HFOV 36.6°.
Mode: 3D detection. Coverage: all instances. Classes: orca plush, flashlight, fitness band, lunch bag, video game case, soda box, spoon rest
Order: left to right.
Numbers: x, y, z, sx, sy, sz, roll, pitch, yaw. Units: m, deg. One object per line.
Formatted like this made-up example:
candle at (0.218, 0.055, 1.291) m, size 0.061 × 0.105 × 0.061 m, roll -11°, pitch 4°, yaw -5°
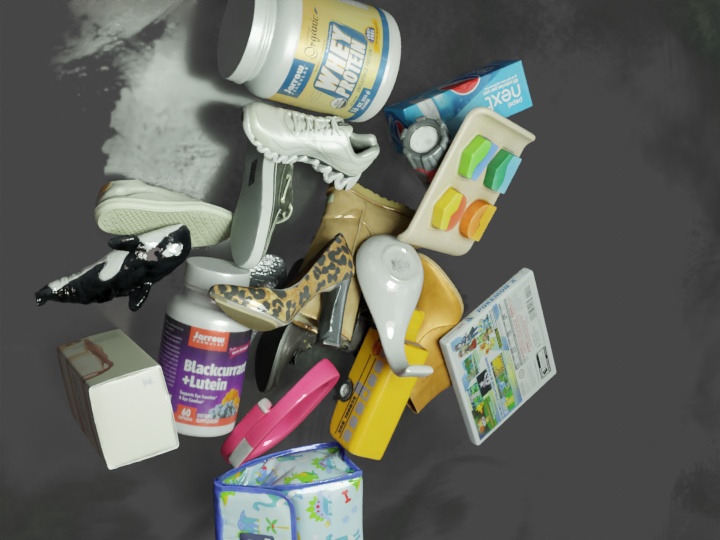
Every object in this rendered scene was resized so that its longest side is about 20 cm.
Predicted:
orca plush at (-0.287, 0.014, 1.299) m, size 0.197 × 0.106 × 0.072 m, roll -19°, pitch 68°, yaw -22°
fitness band at (-0.104, 0.185, 1.394) m, size 0.038 × 0.200 × 0.143 m, roll 49°, pitch 36°, yaw 10°
lunch bag at (-0.098, 0.339, 1.451) m, size 0.196 × 0.127 × 0.173 m, roll -6°, pitch 108°, yaw -19°
spoon rest at (0.045, 0.046, 1.385) m, size 0.098 × 0.061 × 0.203 m, roll 5°, pitch 61°, yaw -26°
flashlight at (0.110, -0.129, 1.456) m, size 0.067 × 0.069 × 0.200 m, roll -18°, pitch 152°, yaw 12°
soda box at (0.135, -0.226, 1.499) m, size 0.198 × 0.064 × 0.069 m, roll -25°, pitch 110°, yaw -21°
video game case at (0.204, 0.126, 1.582) m, size 0.181 × 0.022 × 0.202 m, roll -38°, pitch 128°, yaw -24°

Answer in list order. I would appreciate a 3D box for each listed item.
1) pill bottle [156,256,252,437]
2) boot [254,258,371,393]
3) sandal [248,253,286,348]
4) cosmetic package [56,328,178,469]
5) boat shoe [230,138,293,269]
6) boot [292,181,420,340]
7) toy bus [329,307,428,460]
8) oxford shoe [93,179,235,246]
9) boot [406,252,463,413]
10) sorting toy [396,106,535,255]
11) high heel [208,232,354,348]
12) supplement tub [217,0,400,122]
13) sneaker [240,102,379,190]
pill bottle at (-0.191, 0.092, 1.340) m, size 0.110 × 0.111 × 0.204 m, roll 6°, pitch 101°, yaw -27°
boot at (-0.038, 0.093, 1.467) m, size 0.172 × 0.069 × 0.203 m, roll 25°, pitch 86°, yaw -27°
sandal at (-0.162, 0.065, 1.421) m, size 0.075 × 0.043 × 0.202 m, roll 25°, pitch 97°, yaw -20°
cosmetic package at (-0.289, 0.146, 1.276) m, size 0.086 × 0.199 × 0.105 m, roll -16°, pitch 104°, yaw -23°
boat shoe at (-0.113, -0.092, 1.364) m, size 0.063 × 0.070 × 0.203 m, roll 23°, pitch 63°, yaw -33°
boot at (0.000, 0.000, 1.435) m, size 0.173 × 0.066 × 0.203 m, roll 23°, pitch 64°, yaw -17°
toy bus at (0.029, 0.142, 1.449) m, size 0.064 × 0.078 × 0.203 m, roll 19°, pitch 98°, yaw -37°
oxford shoe at (-0.237, -0.074, 1.342) m, size 0.197 × 0.058 × 0.075 m, roll 8°, pitch 136°, yaw -37°
boot at (0.081, 0.093, 1.522) m, size 0.144 × 0.070 × 0.203 m, roll -40°, pitch 120°, yaw -21°
sorting toy at (0.147, -0.108, 1.430) m, size 0.202 × 0.036 × 0.184 m, roll -59°, pitch 152°, yaw 12°
high heel at (-0.093, 0.002, 1.306) m, size 0.198 × 0.071 × 0.145 m, roll 21°, pitch 70°, yaw -37°
supplement tub at (-0.064, -0.274, 1.345) m, size 0.197 × 0.144 × 0.147 m, roll 10°, pitch 95°, yaw -27°
sneaker at (-0.061, -0.169, 1.353) m, size 0.198 × 0.081 × 0.076 m, roll 18°, pitch 53°, yaw -40°
